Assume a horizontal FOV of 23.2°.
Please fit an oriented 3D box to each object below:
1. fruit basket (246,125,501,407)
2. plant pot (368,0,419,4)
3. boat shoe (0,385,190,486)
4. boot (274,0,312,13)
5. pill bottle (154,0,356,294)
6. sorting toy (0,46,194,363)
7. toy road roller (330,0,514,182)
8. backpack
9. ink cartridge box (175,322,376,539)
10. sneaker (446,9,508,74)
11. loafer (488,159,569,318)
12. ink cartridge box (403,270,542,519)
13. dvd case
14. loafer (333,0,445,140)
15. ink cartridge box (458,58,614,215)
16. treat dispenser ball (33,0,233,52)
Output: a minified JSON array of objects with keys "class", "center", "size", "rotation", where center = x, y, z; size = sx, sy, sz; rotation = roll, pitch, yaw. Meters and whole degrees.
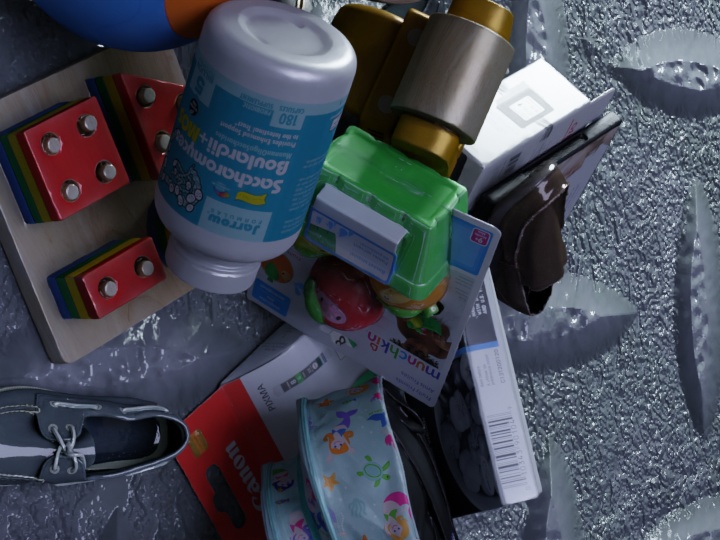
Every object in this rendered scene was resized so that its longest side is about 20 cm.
[{"class":"fruit basket","center":[0.000,0.000,1.352],"size":[0.094,0.185,0.200],"rotation":[-44,160,-49]},{"class":"plant pot","center":[0.003,-0.302,1.303],"size":[0.201,0.093,0.201],"rotation":[-14,110,-43]},{"class":"boat shoe","center":[-0.214,0.122,1.286],"size":[0.200,0.062,0.073],"rotation":[3,87,-43]},{"class":"boot","center":[-0.105,-0.251,1.400],"size":[0.138,0.077,0.200],"rotation":[34,53,-33]},{"class":"pill bottle","center":[-0.081,-0.083,1.246],"size":[0.111,0.111,0.200],"rotation":[-13,133,-43]},{"class":"sorting toy","center":[-0.175,-0.061,1.323],"size":[0.199,0.070,0.200],"rotation":[-33,111,-39]},{"class":"toy road roller","center":[0.032,-0.151,1.372],"size":[0.146,0.200,0.123],"rotation":[23,84,1]},{"class":"backpack","center":[0.001,0.189,1.370],"size":[0.150,0.178,0.200],"rotation":[-12,108,2]},{"class":"ink cartridge box","center":[-0.050,0.140,1.452],"size":[0.200,0.050,0.161],"rotation":[-44,117,-37]},{"class":"sneaker","center":[0.072,-0.153,1.560],"size":[0.200,0.076,0.081],"rotation":[-50,130,-30]},{"class":"loafer","center":[0.157,-0.025,1.530],"size":[0.073,0.071,0.200],"rotation":[-41,161,-20]},{"class":"ink cartridge box","center":[0.072,0.105,1.453],"size":[0.043,0.200,0.198],"rotation":[-10,80,-21]},{"class":"dvd case","center":[0.152,-0.058,1.600],"size":[0.018,0.143,0.200],"rotation":[44,49,17]},{"class":"loafer","center":[0.006,-0.181,1.497],"size":[0.201,0.068,0.070],"rotation":[-54,131,-26]},{"class":"ink cartridge box","center":[0.130,-0.112,1.574],"size":[0.067,0.116,0.200],"rotation":[43,48,17]},{"class":"treat dispenser ball","center":[-0.157,-0.258,1.254],"size":[0.201,0.201,0.201],"rotation":[1,88,-43]}]
